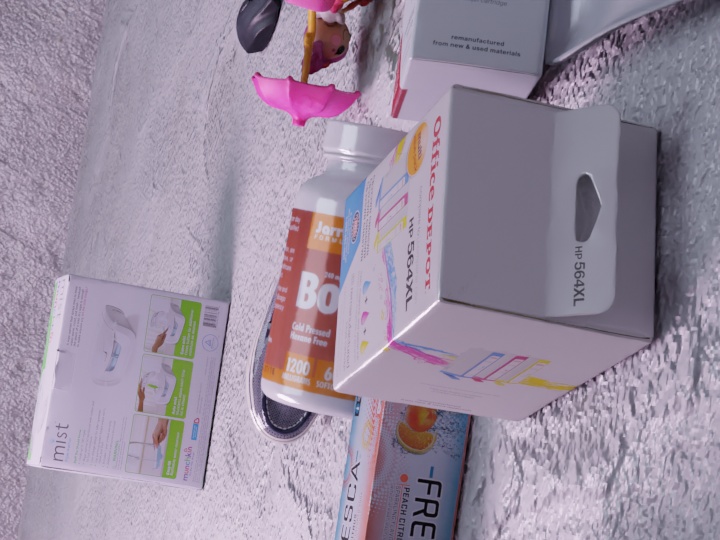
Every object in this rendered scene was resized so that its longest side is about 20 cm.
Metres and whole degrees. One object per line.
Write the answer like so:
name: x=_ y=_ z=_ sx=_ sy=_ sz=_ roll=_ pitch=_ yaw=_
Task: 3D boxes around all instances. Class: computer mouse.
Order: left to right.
computer mouse: x=-0.094 y=-0.310 z=1.896 sx=0.059 sy=0.034 sz=0.200 roll=-97 pitch=25 yaw=-47

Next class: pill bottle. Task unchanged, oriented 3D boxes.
pill bottle: x=0.000 y=0.000 z=1.276 sx=0.112 sy=0.112 sz=0.201 roll=-165 pitch=85 yaw=-73

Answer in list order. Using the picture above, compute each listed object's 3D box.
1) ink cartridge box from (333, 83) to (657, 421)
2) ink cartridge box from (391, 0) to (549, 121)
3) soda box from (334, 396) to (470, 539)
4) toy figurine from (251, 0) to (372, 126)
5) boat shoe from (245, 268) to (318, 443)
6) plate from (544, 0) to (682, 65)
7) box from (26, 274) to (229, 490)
ink cartridge box: x=0.076 y=-0.009 z=1.011 sx=0.200 sy=0.125 sz=0.129 roll=134 pitch=143 yaw=-62
ink cartridge box: x=0.075 y=-0.205 z=1.153 sx=0.146 sy=0.082 sz=0.201 roll=109 pitch=168 yaw=-79
soda box: x=0.022 y=0.173 z=1.189 sx=0.068 sy=0.063 sz=0.201 roll=172 pitch=108 yaw=-72
toy figurine: x=-0.034 y=-0.219 z=1.530 sx=0.200 sy=0.149 sz=0.185 roll=-66 pitch=-9 yaw=-50
boat shoe: x=-0.043 y=0.047 z=1.448 sx=0.093 sy=0.074 sz=0.201 roll=-146 pitch=68 yaw=-80
plate: x=0.165 y=-0.226 z=1.010 sx=0.200 sy=0.032 sz=0.201 roll=163 pitch=117 yaw=-71
box: x=-0.244 y=0.119 z=1.891 sx=0.097 sy=0.176 sz=0.201 roll=165 pitch=114 yaw=-71
